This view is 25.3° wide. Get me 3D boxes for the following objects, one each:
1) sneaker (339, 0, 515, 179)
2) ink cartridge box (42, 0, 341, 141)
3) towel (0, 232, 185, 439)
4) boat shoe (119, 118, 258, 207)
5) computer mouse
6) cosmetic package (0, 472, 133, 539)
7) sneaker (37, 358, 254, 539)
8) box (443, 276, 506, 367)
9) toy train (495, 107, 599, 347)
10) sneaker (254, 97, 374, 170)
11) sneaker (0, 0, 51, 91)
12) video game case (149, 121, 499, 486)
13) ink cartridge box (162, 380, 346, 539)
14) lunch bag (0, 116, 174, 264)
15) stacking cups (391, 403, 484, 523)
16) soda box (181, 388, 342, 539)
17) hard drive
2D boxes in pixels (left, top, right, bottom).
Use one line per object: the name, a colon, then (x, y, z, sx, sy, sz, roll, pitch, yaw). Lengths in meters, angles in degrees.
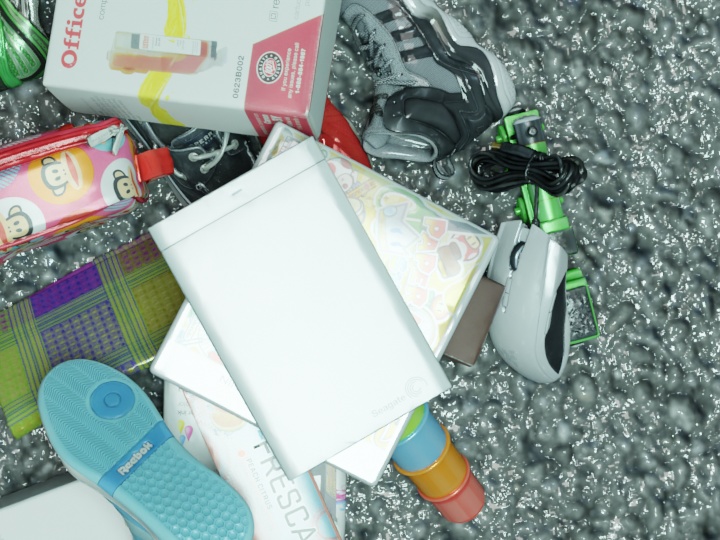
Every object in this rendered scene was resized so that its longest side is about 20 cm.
sneaker: (0.021, -0.160, 1.253, 0.200, 0.075, 0.114, 39, 67, -7)
ink cartridge box: (-0.121, -0.183, 1.181, 0.199, 0.083, 0.146, 7, 83, 6)
towel: (-0.191, 0.040, 1.233, 0.199, 0.144, 0.023, -27, 131, -5)
boat shoe: (-0.126, -0.100, 1.256, 0.072, 0.068, 0.200, -39, 92, -15)
computer mouse: (0.128, 0.001, 1.250, 0.044, 0.109, 0.201, -21, 117, -39)
cosmetic package: (-0.262, 0.210, 1.235, 0.199, 0.101, 0.072, -20, 92, -5)
sneaker: (-0.159, 0.162, 1.158, 0.079, 0.131, 0.200, -36, 68, -24)
box: (0.000, 0.000, 1.229, 0.199, 0.100, 0.075, 26, 89, -20)
toy train: (0.151, -0.034, 1.287, 0.042, 0.056, 0.201, -15, 92, -4)
sneaker: (-0.061, -0.130, 1.256, 0.077, 0.085, 0.200, -36, 92, -2)
sneaker: (-0.282, -0.244, 1.252, 0.085, 0.078, 0.201, -16, 100, -11)
video game case: (-0.025, 0.024, 1.140, 0.181, 0.023, 0.201, 27, 86, -3)
ink cartridge box: (-0.083, 0.157, 1.256, 0.144, 0.084, 0.201, 1, 90, -5)
lunch bag: (-0.224, -0.059, 1.187, 0.175, 0.200, 0.082, -18, 93, -7)
stacking cups: (0.037, 0.129, 1.232, 0.060, 0.061, 0.200, -38, 125, -3)
soda box: (-0.064, 0.162, 1.180, 0.063, 0.068, 0.201, -23, 91, -7)
hard drive: (-0.042, 0.026, 1.115, 0.132, 0.027, 0.201, -29, 91, -4)
